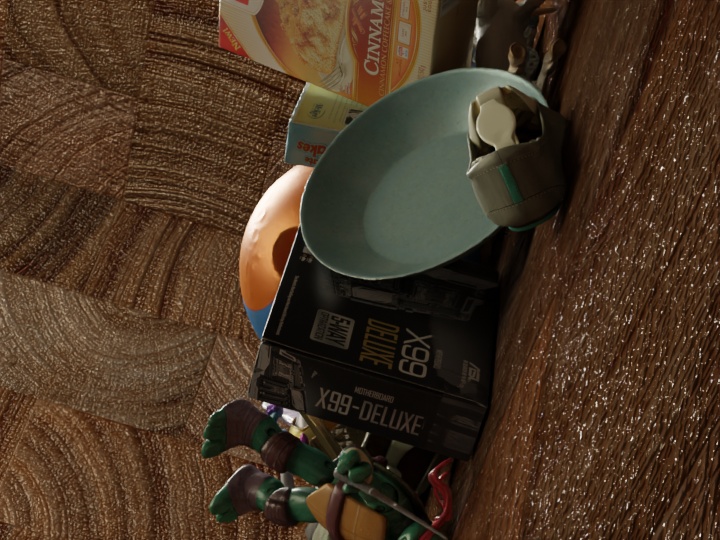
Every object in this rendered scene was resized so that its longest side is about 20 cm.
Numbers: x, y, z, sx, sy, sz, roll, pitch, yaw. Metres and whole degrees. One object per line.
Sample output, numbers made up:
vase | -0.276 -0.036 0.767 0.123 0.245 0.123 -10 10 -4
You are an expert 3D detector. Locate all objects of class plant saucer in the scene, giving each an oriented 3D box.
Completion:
plant saucer | 0.052 -0.062 1.234 0.039 0.200 0.202 55 -141 -41

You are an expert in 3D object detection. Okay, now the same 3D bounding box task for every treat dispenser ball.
treat dispenser ball | 0.000 0.000 1.404 0.201 0.199 0.202 -164 90 -89

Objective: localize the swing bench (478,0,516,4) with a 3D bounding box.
swing bench | 0.090 -0.298 1.404 0.199 0.130 0.200 -42 -13 -43

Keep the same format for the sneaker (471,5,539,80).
sneaker | 0.122 -0.164 1.502 0.200 0.074 0.088 -63 -21 -59

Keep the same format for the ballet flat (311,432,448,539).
ballet flat | 0.028 0.136 1.216 0.201 0.067 0.062 -65 4 -20

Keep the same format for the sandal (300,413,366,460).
sandal | -0.003 0.131 1.415 0.069 0.078 0.212 -35 -16 -8

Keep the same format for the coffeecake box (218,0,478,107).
coffeecake box | -0.010 -0.222 1.336 0.073 0.199 0.154 -43 -32 -44

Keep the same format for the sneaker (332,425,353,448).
sneaker | 0.005 0.222 1.549 0.075 0.070 0.202 2 -92 -56

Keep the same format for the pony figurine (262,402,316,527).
pony figurine | -0.030 0.167 1.723 0.193 0.165 0.202 3 -103 -69

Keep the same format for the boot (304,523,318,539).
boot | -0.014 0.265 1.300 0.174 0.069 0.202 -136 62 -72

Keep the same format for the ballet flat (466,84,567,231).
ballet flat | 0.097 -0.087 1.096 0.064 0.067 0.200 60 -168 -18

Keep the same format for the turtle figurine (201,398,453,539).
turtle figurine | -0.014 0.163 1.125 0.100 0.199 0.151 -20 -55 -48

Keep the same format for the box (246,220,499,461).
box | 0.014 0.042 1.206 0.200 0.156 0.050 -74 1 -63

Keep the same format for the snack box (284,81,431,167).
snack box | 0.010 -0.129 1.395 0.200 0.115 0.037 -74 -7 -64

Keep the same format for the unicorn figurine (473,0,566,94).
unicorn figurine | 0.118 -0.179 1.337 0.138 0.073 0.201 117 172 -62
